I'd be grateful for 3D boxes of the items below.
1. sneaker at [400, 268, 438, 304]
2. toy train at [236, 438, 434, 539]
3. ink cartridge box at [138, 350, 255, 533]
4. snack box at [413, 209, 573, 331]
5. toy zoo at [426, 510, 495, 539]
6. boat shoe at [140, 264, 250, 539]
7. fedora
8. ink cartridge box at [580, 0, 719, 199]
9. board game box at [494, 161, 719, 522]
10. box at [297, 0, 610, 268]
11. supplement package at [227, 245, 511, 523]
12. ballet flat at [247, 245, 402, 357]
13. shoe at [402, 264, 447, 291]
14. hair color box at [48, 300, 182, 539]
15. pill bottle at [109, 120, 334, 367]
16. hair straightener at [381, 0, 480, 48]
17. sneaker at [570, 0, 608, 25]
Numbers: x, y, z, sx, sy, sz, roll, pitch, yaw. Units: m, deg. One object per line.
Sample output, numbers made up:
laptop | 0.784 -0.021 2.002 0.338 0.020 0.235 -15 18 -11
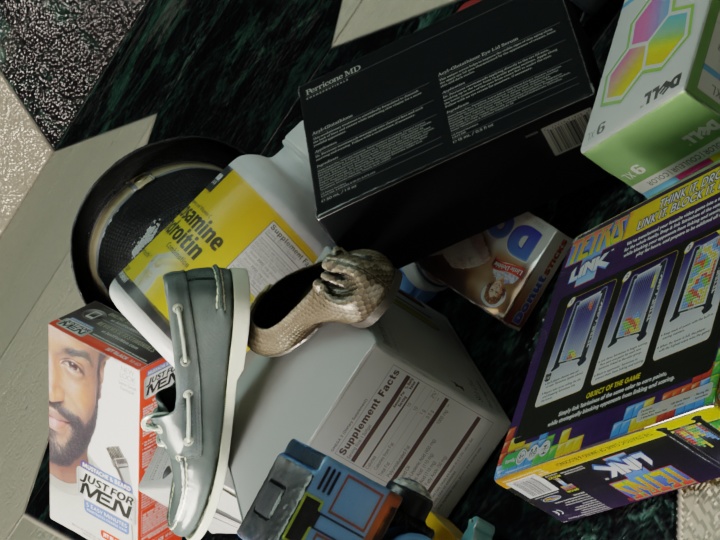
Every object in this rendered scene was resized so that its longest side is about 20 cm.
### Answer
sneaker | 0.000 0.000 1.440 0.083 0.071 0.200 -52 22 5
toy train | -0.033 0.203 1.082 0.201 0.114 0.087 -61 18 -6
ink cartridge box | -0.085 0.126 1.452 0.146 0.083 0.200 -64 18 -17
snack box | 0.061 -0.032 1.275 0.200 0.024 0.072 35 94 46
toy zoo | 0.022 0.231 1.111 0.201 0.020 0.131 -56 18 12
boat shoe | -0.119 0.090 1.253 0.073 0.061 0.202 -120 38 -65
fedora | -0.147 -0.019 1.592 0.202 0.200 0.091 -61 28 -3
ink cartridge box | 0.194 -0.112 1.112 0.104 0.059 0.201 -31 34 56
board game box | 0.165 0.034 0.975 0.200 0.056 0.166 -30 33 58
box | 0.066 -0.098 1.239 0.199 0.079 0.142 -23 45 14
supplement package | -0.005 0.101 1.239 0.156 0.110 0.200 -57 19 10
ballet flat | -0.036 0.016 1.199 0.068 0.046 0.200 -63 19 -18
shoe | 0.087 -0.084 1.338 0.091 0.071 0.202 -6 65 50
hair color box | -0.209 0.141 1.574 0.064 0.110 0.202 -27 -50 -46
pill bottle | -0.086 -0.016 1.396 0.200 0.112 0.112 -45 18 -3
hair straightener | 0.089 -0.176 1.478 0.199 0.077 0.041 -24 56 37
sneaker | 0.171 -0.239 1.339 0.201 0.078 0.080 -53 14 15
